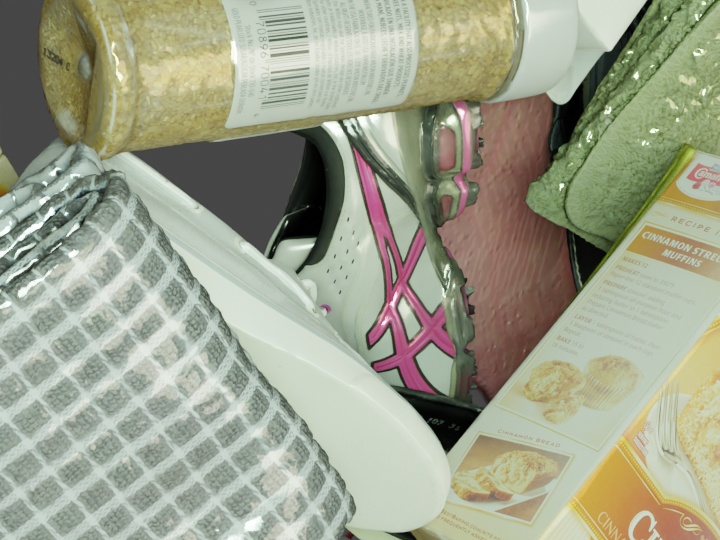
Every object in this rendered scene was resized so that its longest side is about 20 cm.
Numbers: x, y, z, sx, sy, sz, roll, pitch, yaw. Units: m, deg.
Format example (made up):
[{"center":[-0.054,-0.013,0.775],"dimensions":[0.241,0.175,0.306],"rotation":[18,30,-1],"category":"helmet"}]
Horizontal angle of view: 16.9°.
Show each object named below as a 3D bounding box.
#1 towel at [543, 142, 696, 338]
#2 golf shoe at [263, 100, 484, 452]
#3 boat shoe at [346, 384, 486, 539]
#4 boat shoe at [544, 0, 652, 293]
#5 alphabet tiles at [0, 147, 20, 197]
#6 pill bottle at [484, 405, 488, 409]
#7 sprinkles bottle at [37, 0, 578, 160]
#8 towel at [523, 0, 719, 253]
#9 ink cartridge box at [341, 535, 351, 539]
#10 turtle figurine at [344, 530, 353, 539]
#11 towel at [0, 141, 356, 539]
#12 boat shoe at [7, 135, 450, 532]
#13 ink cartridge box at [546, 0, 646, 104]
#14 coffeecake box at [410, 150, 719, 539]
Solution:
[{"center":[0.114,0.046,1.054],"dimensions":[0.086,0.018,0.200],"rotation":[31,100,-23],"category":"towel"},{"center":[0.000,0.000,1.019],"dimensions":[0.092,0.073,0.200],"rotation":[-11,119,-16],"category":"golf shoe"},{"center":[-0.019,0.067,0.972],"dimensions":[0.201,0.074,0.063],"rotation":[17,125,-28],"category":"boat shoe"},{"center":[0.115,-0.058,1.115],"dimensions":[0.066,0.074,0.199],"rotation":[-8,111,-46],"category":"boat shoe"},{"center":[-0.180,0.014,0.849],"dimensions":[0.166,0.006,0.200],"rotation":[-49,137,-24],"category":"alphabet tiles"},{"center":[0.111,0.160,1.174],"dimensions":[0.110,0.110,0.200],"rotation":[-34,129,-37],"category":"pill bottle"},{"center":[-0.017,-0.087,0.901],"dimensions":[0.200,0.068,0.068],"rotation":[-10,114,-29],"category":"sprinkles bottle"},{"center":[0.177,-0.079,1.054],"dimensions":[0.148,0.036,0.200],"rotation":[21,113,-34],"category":"towel"},{"center":[-0.053,0.163,0.969],"dimensions":[0.200,0.067,0.117],"rotation":[12,97,-32],"category":"ink cartridge box"},{"center":[0.043,0.190,1.091],"dimensions":[0.101,0.150,0.200],"rotation":[-60,144,-37],"category":"turtle figurine"},{"center":[-0.120,0.080,0.814],"dimensions":[0.200,0.086,0.166],"rotation":[-38,120,-6],"category":"towel"},{"center":[-0.045,0.021,0.904],"dimensions":[0.072,0.200,0.069],"rotation":[-49,-167,40],"category":"boat shoe"},{"center":[0.082,-0.172,0.997],"dimensions":[0.116,0.067,0.200],"rotation":[-53,125,-21],"category":"ink cartridge box"},{"center":[0.132,0.078,0.983],"dimensions":[0.200,0.073,0.154],"rotation":[-50,129,-16],"category":"coffeecake box"}]
